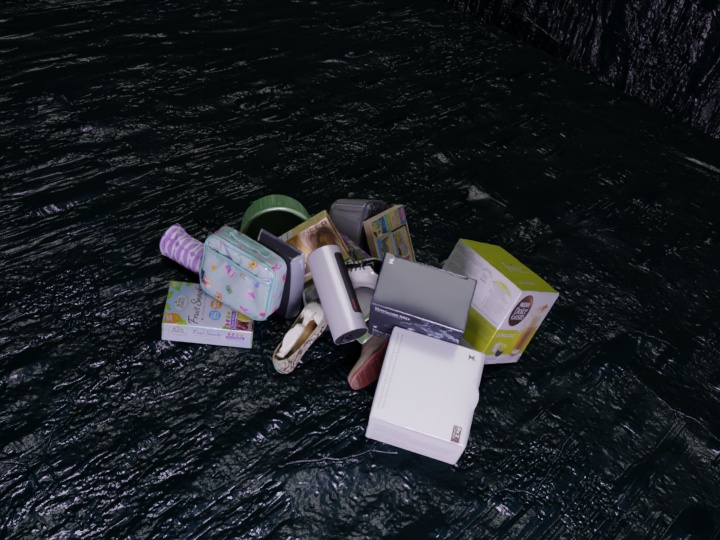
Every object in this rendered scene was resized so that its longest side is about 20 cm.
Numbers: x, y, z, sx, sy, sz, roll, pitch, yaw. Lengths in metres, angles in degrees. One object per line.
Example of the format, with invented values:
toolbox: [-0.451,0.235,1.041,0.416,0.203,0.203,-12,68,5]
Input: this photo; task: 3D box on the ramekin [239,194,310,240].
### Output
ramekin: [-0.203,-0.084,1.804,0.195,0.204,0.098,3,31,-12]

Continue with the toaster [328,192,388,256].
toaster: [-0.011,-0.091,1.882,0.127,0.206,0.112,14,13,36]

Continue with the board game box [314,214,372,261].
board game box: [-0.067,-0.034,1.839,0.199,0.122,0.032,41,27,30]

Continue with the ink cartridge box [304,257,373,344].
ink cartridge box: [-0.013,0.077,1.687,0.145,0.048,0.199,-36,61,-24]

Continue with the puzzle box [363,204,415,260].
puzzle box: [0.080,-0.047,1.847,0.025,0.205,0.132,1,22,44]

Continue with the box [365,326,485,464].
box: [0.129,0.249,1.482,0.195,0.132,0.203,16,61,5]

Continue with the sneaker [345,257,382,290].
sneaker: [0.000,0.000,1.669,0.194,0.081,0.075,3,53,7]

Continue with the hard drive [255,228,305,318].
hard drive: [-0.191,0.015,1.675,0.133,0.203,0.042,29,47,17]

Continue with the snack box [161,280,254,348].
snack box: [-0.334,0.097,1.652,0.195,0.054,0.144,7,37,-10]

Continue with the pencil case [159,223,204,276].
pencil case: [-0.386,-0.036,1.774,0.197,0.084,0.087,27,76,16]

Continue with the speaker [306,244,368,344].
speaker: [-0.051,0.052,1.597,0.079,0.081,0.204,-9,67,-26]

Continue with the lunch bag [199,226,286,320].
lunch bag: [-0.261,0.003,1.618,0.197,0.163,0.077,28,37,14]

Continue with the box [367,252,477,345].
box: [0.121,0.077,1.526,0.192,0.201,0.120,17,68,6]

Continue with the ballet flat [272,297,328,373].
ballet flat: [-0.123,0.128,1.594,0.067,0.076,0.202,27,69,22]

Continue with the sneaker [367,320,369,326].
sneaker: [0.116,0.114,1.713,0.195,0.089,0.074,11,-7,-2]

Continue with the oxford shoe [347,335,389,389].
oxford shoe: [0.027,0.176,1.633,0.074,0.071,0.200,25,55,30]

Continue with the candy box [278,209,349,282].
candy box: [-0.137,-0.039,1.745,0.197,0.117,0.056,-30,24,6]

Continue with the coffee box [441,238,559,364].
coffee box: [0.295,0.071,1.699,0.197,0.200,0.200,5,30,-51]

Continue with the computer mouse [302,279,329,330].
computer mouse: [-0.106,0.065,1.766,0.107,0.045,0.202,-1,40,-16]
